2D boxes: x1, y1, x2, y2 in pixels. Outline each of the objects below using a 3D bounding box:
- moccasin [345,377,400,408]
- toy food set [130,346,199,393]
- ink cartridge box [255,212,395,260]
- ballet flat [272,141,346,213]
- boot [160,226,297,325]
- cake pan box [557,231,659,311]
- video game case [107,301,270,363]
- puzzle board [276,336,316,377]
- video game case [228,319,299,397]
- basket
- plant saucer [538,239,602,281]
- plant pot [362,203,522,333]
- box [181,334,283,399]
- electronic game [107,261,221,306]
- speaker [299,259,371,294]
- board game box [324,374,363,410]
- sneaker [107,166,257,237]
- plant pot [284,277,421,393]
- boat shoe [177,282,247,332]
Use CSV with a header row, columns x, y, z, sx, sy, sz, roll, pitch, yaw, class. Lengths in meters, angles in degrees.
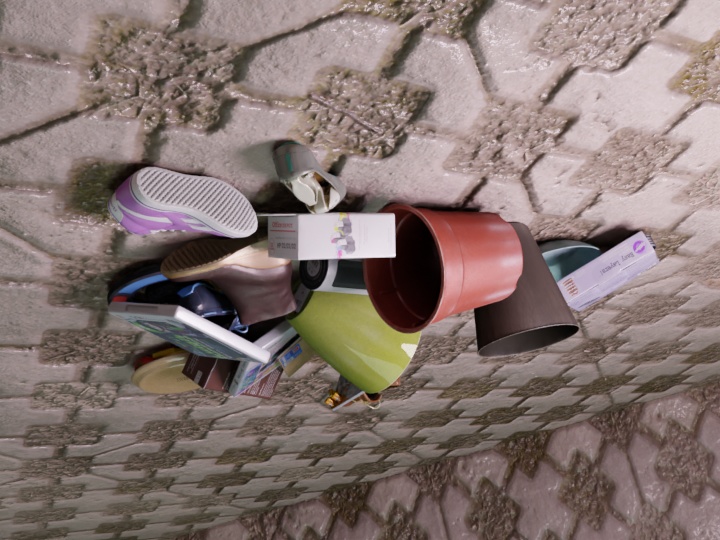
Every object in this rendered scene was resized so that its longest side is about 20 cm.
x,y,z,sx,sy,sz,roll,pitch,yaw,class
0.022,0.282,2.384,0.201,0.078,0.074,-30,153,35,moccasin
-0.349,0.191,1.986,0.197,0.049,0.200,-17,157,7,toy food set
-0.062,-0.051,1.487,0.199,0.068,0.115,-2,-177,-27,ink cartridge box
-0.068,-0.111,1.399,0.067,0.064,0.200,-18,158,13,ballet flat
-0.197,0.026,1.567,0.199,0.072,0.167,-16,130,-13,boot
0.474,0.004,1.926,0.200,0.052,0.184,-33,166,15,cake pan box
-0.271,0.099,1.603,0.181,0.023,0.200,1,157,44,video game case
-0.094,0.134,1.935,0.151,0.017,0.200,-41,167,-9,puzzle board
-0.148,0.137,1.865,0.200,0.024,0.182,-35,165,-33,video game case
0.265,0.030,1.753,0.180,0.201,0.136,-12,159,-1,basket
0.352,-0.016,1.910,0.200,0.039,0.201,-13,158,-5,plant saucer
0.139,-0.012,1.614,0.195,0.201,0.201,-7,159,-36,plant pot
-0.235,0.179,1.933,0.200,0.075,0.100,22,94,-56,box
-0.309,0.036,1.644,0.199,0.042,0.200,-12,159,-5,electronic game
0.000,0.000,1.687,0.199,0.081,0.081,7,151,-39,speaker
0.017,0.147,1.917,0.026,0.200,0.200,35,134,-20,board game box
-0.245,-0.080,1.376,0.200,0.073,0.114,19,146,-37,sneaker
-0.027,0.088,1.766,0.200,0.188,0.187,30,137,-27,plant pot
-0.237,0.079,1.659,0.084,0.069,0.200,-30,158,19,boat shoe
